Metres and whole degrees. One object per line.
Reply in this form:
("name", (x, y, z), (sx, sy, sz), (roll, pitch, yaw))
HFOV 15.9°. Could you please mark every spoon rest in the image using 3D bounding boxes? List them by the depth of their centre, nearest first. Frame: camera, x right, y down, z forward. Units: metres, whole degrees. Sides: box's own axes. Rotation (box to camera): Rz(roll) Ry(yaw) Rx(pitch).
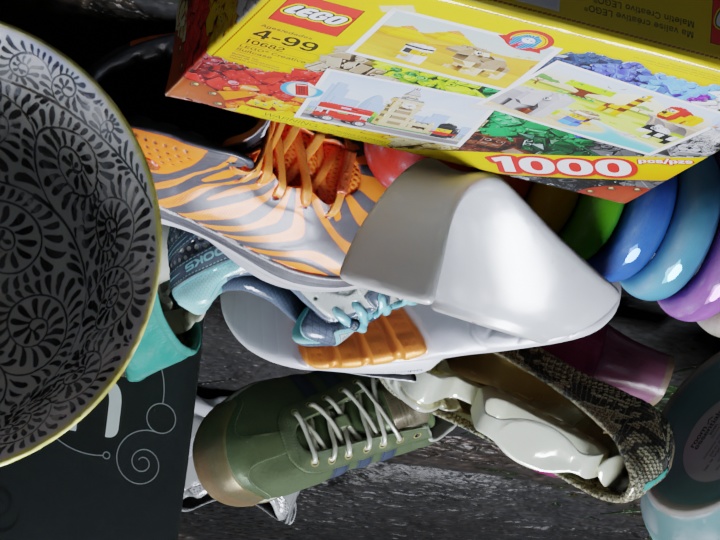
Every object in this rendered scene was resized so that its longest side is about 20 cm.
("spoon rest", (0.050, -0.008, 1.080), (0.099, 0.061, 0.200), (16, 180, 19))

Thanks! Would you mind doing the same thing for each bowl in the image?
("bowl", (-0.185, -0.003, 1.100), (0.200, 0.201, 0.094), (7, 167, -4))
("bowl", (0.231, 0.111, 1.409), (0.105, 0.201, 0.201), (40, 147, -27))

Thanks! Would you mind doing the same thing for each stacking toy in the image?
("stacking toy", (0.096, -0.037, 1.147), (0.200, 0.086, 0.085), (18, 159, -19))

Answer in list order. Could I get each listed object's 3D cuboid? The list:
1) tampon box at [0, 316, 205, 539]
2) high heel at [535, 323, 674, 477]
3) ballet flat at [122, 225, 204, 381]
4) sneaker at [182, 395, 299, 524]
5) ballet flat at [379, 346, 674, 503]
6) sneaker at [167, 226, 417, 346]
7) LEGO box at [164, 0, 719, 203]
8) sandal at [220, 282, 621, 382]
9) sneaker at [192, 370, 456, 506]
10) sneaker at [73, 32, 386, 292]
("tampon box", (-0.181, 0.105, 1.450), (0.149, 0.201, 0.126), (10, 161, -16))
("high heel", (0.102, 0.063, 1.482), (0.096, 0.068, 0.200), (21, 154, -9))
("ballet flat", (-0.113, -0.004, 1.328), (0.070, 0.067, 0.200), (-21, 157, -6))
("sneaker", (-0.127, 0.118, 1.663), (0.199, 0.082, 0.075), (6, 162, -1))
("ballet flat", (0.070, 0.064, 1.365), (0.200, 0.068, 0.075), (27, -152, 14))
("sneaker", (0.000, 0.000, 1.257), (0.199, 0.087, 0.078), (8, 163, -6))
("LEGO box", (0.047, -0.099, 0.955), (0.199, 0.077, 0.149), (12, 161, -19))
("sandal", (0.031, 0.022, 1.329), (0.206, 0.079, 0.059), (1, 159, 8))
("sneaker", (-0.003, 0.079, 1.471), (0.090, 0.067, 0.200), (-23, 175, 37))
("sneaker", (-0.039, -0.047, 1.140), (0.199, 0.078, 0.112), (11, 162, -18))
